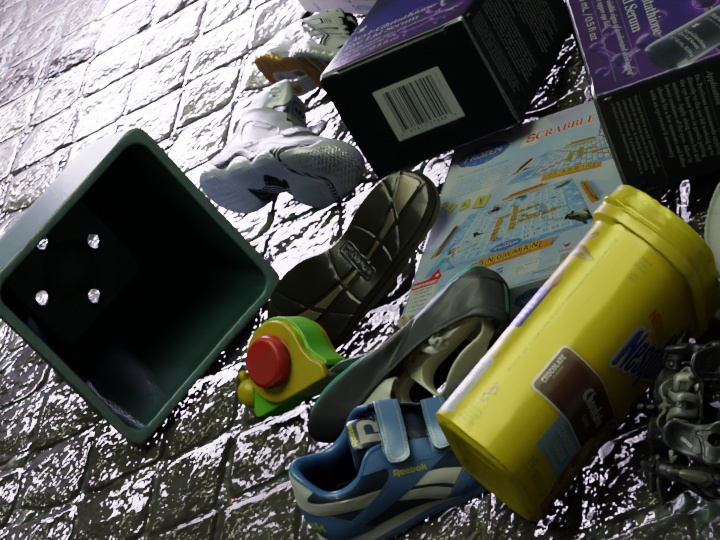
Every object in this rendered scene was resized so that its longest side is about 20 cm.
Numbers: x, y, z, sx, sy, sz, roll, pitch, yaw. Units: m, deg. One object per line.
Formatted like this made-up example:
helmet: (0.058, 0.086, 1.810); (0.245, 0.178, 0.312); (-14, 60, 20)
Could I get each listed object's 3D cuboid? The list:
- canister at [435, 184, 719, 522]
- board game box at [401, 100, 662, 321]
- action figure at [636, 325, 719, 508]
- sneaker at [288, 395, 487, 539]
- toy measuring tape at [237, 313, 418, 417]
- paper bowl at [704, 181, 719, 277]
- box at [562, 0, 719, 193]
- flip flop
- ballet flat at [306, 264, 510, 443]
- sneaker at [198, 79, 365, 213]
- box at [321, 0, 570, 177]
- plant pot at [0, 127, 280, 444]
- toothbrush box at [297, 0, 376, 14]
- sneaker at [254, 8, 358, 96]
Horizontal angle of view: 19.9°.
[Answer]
canister: (0.147, 0.060, 1.376); (0.086, 0.149, 0.200); (37, 80, 23)
board game box: (0.143, -0.044, 1.607); (0.199, 0.041, 0.201); (-16, 39, 35)
action figure: (0.228, 0.094, 1.289); (0.200, 0.101, 0.120); (77, -153, -84)
sneaker: (0.037, 0.129, 1.466); (0.199, 0.082, 0.074); (-33, 31, 9)
toy measuring tape: (-0.032, 0.055, 1.619); (0.199, 0.073, 0.074); (-32, 30, 37)
paper bowl: (0.323, -0.052, 1.366); (0.199, 0.105, 0.202); (-26, 34, 19)
box: (0.266, -0.163, 1.519); (0.198, 0.105, 0.149); (-20, 39, 9)
flip flop: (0.000, 0.000, 1.680); (0.200, 0.057, 0.081); (-49, 61, 18)
ballet flat: (0.039, 0.080, 1.530); (0.200, 0.073, 0.073); (-43, 29, 19)
sneaker: (-0.059, -0.120, 1.883); (0.199, 0.075, 0.115); (-7, 47, 47)
box: (0.078, -0.189, 1.743); (0.147, 0.105, 0.200); (-20, 22, 30)
plant pot: (-0.229, 0.006, 1.814); (0.197, 0.196, 0.200); (-49, 22, -14)
toothbrush box: (-0.045, -0.354, 2.043); (0.085, 0.200, 0.146); (-51, 32, -20)
sneaker: (-0.025, -0.217, 1.969); (0.088, 0.076, 0.199); (-50, 33, -16)
